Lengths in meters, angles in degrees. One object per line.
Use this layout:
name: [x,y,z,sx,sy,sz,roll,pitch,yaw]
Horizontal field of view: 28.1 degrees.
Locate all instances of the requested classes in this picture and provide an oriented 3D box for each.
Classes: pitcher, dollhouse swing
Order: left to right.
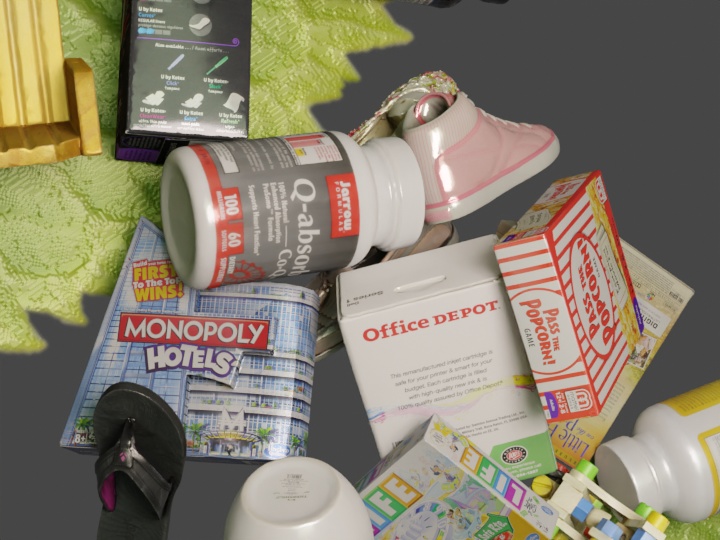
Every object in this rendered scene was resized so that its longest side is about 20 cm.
dollhouse swing: [-0.324,-0.182,1.176,0.198,0.182,0.177,-6,105,-15]
pitcher: [-0.071,0.255,1.175,0.170,0.122,0.201,-4,125,1]

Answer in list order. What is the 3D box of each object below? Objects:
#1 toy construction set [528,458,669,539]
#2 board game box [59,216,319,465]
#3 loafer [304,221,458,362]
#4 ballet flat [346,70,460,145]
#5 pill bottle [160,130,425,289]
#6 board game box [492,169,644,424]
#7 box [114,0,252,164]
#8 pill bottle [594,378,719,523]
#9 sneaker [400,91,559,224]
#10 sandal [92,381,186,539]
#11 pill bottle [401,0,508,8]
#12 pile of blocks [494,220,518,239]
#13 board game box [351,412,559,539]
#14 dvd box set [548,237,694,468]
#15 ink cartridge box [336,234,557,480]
toy construction set: [0.203,0.233,1.258,0.131,0.201,0.092,31,64,23]
board game box: [-0.140,0.058,1.214,0.198,0.062,0.202,2,76,9]
loafer: [0.000,0.000,1.271,0.200,0.072,0.063,-39,133,-18]
ballet flat: [0.026,-0.112,1.304,0.076,0.064,0.200,46,74,-4]
pill bottle: [-0.055,-0.054,1.182,0.199,0.116,0.117,-9,85,-22]
board game box: [0.177,0.017,1.190,0.046,0.200,0.153,-13,103,25]
box: [-0.152,-0.199,1.238,0.105,0.122,0.202,3,83,-14]
pill bottle: [0.321,0.164,1.321,0.199,0.112,0.113,-18,88,-16]
sneaker: [0.106,-0.121,1.281,0.200,0.075,0.105,-32,103,-47]
sandal: [-0.181,0.178,1.158,0.075,0.048,0.202,8,125,3]
pill bottle: [0.045,-0.302,1.309,0.198,0.112,0.113,7,81,-13]
pile of blocks: [0.097,0.022,1.316,0.199,0.082,0.062,-34,47,-24]
board game box: [0.052,0.220,1.208,0.134,0.200,0.034,38,39,-6]
dvd box set: [0.195,0.064,1.312,0.146,0.029,0.201,32,89,-16]
ink cartridge box: [0.073,0.086,1.212,0.144,0.084,0.201,-14,118,5]
